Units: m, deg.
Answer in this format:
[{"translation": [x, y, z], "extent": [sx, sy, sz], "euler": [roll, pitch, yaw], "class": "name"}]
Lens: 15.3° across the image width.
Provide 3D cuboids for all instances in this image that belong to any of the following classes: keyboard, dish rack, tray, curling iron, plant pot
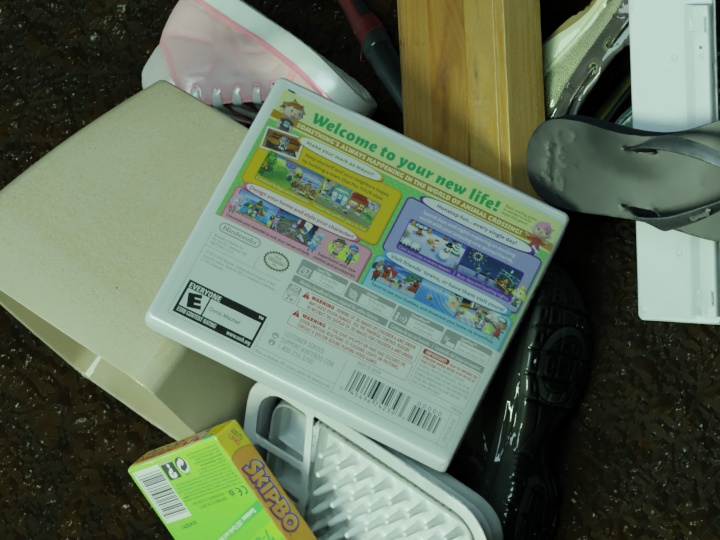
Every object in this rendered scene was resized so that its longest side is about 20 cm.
[{"translation": [0.191, -0.067, 1.615], "extent": [0.056, 0.011, 0.200], "euler": [5, 103, 36], "class": "keyboard"}, {"translation": [0.008, 0.165, 1.633], "extent": [0.200, 0.044, 0.172], "euler": [32, 130, 32], "class": "dish rack"}, {"translation": [0.068, -0.134, 1.682], "extent": [0.099, 0.037, 0.200], "euler": [2, 96, 49], "class": "tray"}, {"translation": [-0.001, -0.151, 1.788], "extent": [0.050, 0.026, 0.200], "euler": [-25, 62, -21], "class": "curling iron"}, {"translation": [-0.110, 0.000, 1.716], "extent": [0.200, 0.200, 0.177], "euler": [30, 79, 33], "class": "plant pot"}]

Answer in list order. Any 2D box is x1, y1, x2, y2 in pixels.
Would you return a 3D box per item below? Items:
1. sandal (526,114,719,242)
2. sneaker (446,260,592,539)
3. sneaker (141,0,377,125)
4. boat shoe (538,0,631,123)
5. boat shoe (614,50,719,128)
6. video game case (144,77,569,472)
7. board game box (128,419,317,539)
[{"translation": [0.185, -0.053, 1.588], "extent": [0.200, 0.043, 0.076], "euler": [2, 102, 34], "class": "sandal"}, {"translation": [0.081, 0.087, 1.641], "extent": [0.091, 0.076, 0.200], "euler": [7, 76, 36], "class": "sneaker"}, {"translation": [-0.075, -0.117, 1.790], "extent": [0.105, 0.075, 0.200], "euler": [-54, 46, 1], "class": "sneaker"}, {"translation": [0.179, -0.153, 1.670], "extent": [0.200, 0.073, 0.065], "euler": [-48, 62, 19], "class": "boat shoe"}, {"translation": [0.230, -0.114, 1.627], "extent": [0.200, 0.062, 0.073], "euler": [-25, 63, 20], "class": "boat shoe"}, {"translation": [0.000, 0.000, 1.598], "extent": [0.200, 0.022, 0.182], "euler": [26, 66, 5], "class": "video game case"}, {"translation": [-0.055, 0.187, 1.635], "extent": [0.095, 0.030, 0.200], "euler": [-23, 102, 48], "class": "board game box"}]
